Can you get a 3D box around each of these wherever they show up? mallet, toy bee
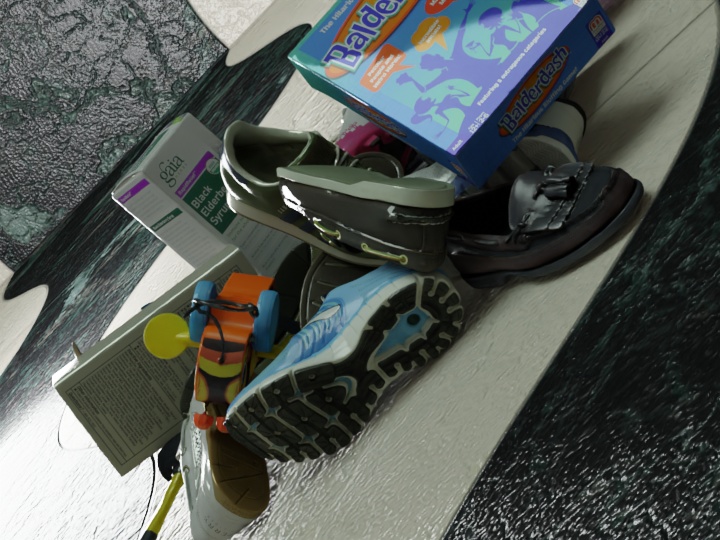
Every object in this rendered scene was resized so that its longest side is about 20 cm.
[{"bbox_3d":[-0.174,0.213,1.538,0.066,0.041,0.200,-31,26,56],"label":"mallet"},{"bbox_3d":[-0.108,0.063,1.416,0.200,0.131,0.109,-5,-74,-64],"label":"toy bee"}]

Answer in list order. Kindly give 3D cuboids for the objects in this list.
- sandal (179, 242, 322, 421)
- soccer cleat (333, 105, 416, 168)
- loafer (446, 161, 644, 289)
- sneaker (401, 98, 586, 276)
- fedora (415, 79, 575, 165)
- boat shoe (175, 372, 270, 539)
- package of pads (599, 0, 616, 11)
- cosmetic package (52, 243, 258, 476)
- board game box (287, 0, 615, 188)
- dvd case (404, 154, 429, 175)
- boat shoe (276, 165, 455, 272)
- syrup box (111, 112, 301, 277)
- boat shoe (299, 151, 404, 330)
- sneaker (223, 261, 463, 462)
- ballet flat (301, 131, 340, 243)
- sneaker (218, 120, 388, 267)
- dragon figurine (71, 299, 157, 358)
[{"bbox_3d":[-0.071,0.064,1.574,0.201,0.080,0.057,-51,-12,-19],"label":"sandal"},{"bbox_3d":[0.012,-0.127,1.665,0.086,0.070,0.200,14,48,34],"label":"soccer cleat"},{"bbox_3d":[0.111,-0.036,1.271,0.072,0.063,0.200,-55,15,-26],"label":"loafer"},{"bbox_3d":[0.100,-0.074,1.403,0.199,0.081,0.115,-27,21,40],"label":"sneaker"},{"bbox_3d":[0.103,-0.147,1.471,0.200,0.177,0.090,-32,49,18],"label":"fedora"},{"bbox_3d":[-0.114,0.137,1.453,0.069,0.071,0.200,-50,20,24],"label":"boat shoe"},{"bbox_3d":[0.123,-0.222,1.576,0.200,0.121,0.076,-43,34,-3],"label":"package of pads"},{"bbox_3d":[-0.160,0.076,1.632,0.200,0.104,0.073,-36,9,-6],"label":"cosmetic package"},{"bbox_3d":[0.062,-0.164,1.355,0.152,0.045,0.200,-50,47,-7],"label":"board game box"},{"bbox_3d":[0.052,-0.101,1.711,0.200,0.025,0.150,-41,15,24],"label":"dvd case"},{"bbox_3d":[-0.003,-0.041,1.354,0.201,0.072,0.061,16,107,58],"label":"boat shoe"},{"bbox_3d":[-0.121,-0.043,1.717,0.079,0.200,0.081,-55,15,-29],"label":"syrup box"},{"bbox_3d":[0.000,0.000,1.533,0.068,0.072,0.200,92,-165,-55],"label":"boat shoe"},{"bbox_3d":[-0.013,0.061,1.352,0.200,0.078,0.090,-36,26,11],"label":"sneaker"},{"bbox_3d":[-0.024,-0.073,1.682,0.067,0.064,0.200,-35,19,42],"label":"ballet flat"},{"bbox_3d":[-0.027,-0.065,1.482,0.067,0.200,0.090,-60,-25,-29],"label":"sneaker"},{"bbox_3d":[-0.179,0.067,1.728,0.059,0.200,0.100,116,149,-41],"label":"dragon figurine"}]
